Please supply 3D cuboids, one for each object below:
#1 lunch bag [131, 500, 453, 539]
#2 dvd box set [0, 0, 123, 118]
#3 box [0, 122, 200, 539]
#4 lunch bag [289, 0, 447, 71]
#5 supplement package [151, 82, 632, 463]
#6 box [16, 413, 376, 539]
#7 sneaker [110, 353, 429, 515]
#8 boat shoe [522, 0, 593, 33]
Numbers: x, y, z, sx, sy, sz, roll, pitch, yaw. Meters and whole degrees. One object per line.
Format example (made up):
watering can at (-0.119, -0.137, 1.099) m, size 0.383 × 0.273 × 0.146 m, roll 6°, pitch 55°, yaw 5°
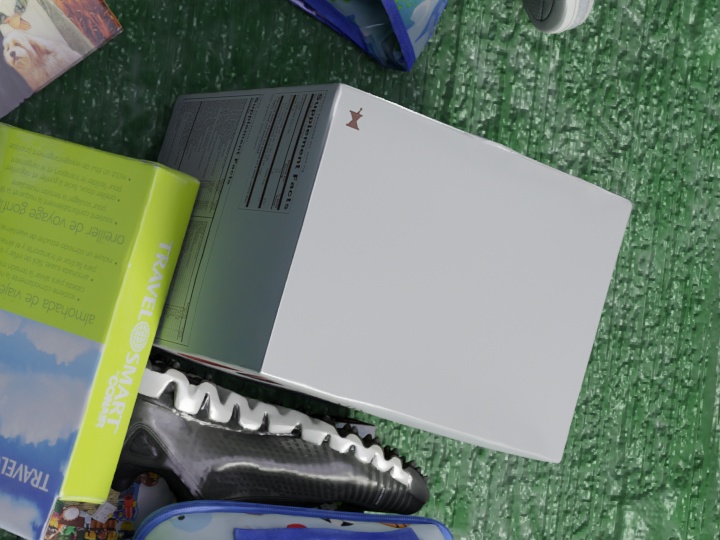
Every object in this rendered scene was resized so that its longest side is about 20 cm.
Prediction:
lunch bag at (-0.037, 0.194, 0.917) m, size 0.199 × 0.076 × 0.161 m, roll 6°, pitch 124°, yaw -24°
dvd box set at (-0.242, -0.172, 0.907) m, size 0.146 × 0.029 × 0.200 m, roll -38°, pitch 106°, yaw -17°
box at (-0.169, 0.032, 0.895) m, size 0.048 × 0.121 × 0.201 m, roll 21°, pitch 85°, yaw -59°
lunch bag at (0.015, -0.234, 0.967) m, size 0.200 × 0.127 × 0.171 m, roll 41°, pitch 75°, yaw -49°
supplement package at (0.000, 0.000, 0.916) m, size 0.190 × 0.200 × 0.148 m, roll 19°, pitch 84°, yaw -28°
box at (-0.096, 0.145, 0.978) m, size 0.199 × 0.038 × 0.137 m, roll 8°, pitch 89°, yaw -23°
sneaker at (-0.059, 0.114, 0.939) m, size 0.199 × 0.066 × 0.091 m, roll 22°, pitch 86°, yaw -19°
boat shoe at (0.140, -0.246, 1.047) m, size 0.064 × 0.074 × 0.203 m, roll 7°, pitch 82°, yaw -21°
